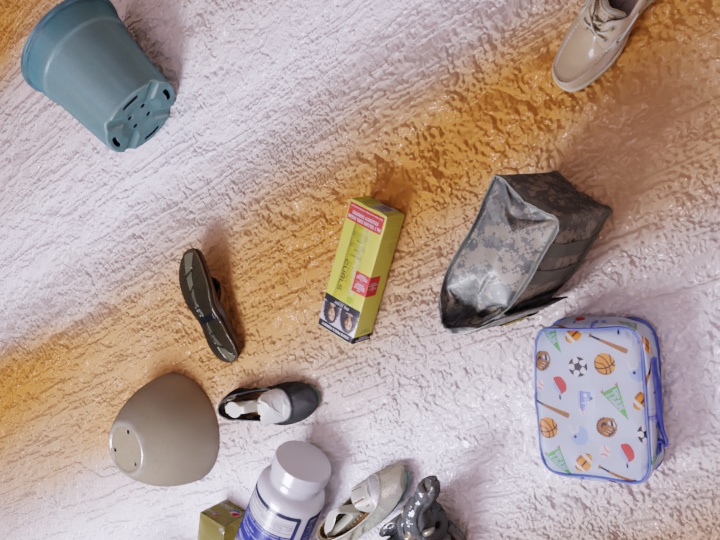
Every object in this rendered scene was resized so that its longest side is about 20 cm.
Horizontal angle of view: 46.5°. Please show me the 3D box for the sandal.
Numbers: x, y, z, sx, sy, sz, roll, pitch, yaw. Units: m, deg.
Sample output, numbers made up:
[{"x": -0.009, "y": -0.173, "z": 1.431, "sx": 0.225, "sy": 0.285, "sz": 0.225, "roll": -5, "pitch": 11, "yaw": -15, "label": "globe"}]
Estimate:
[{"x": -0.247, "y": 0.056, "z": 1.420, "sx": 0.081, "sy": 0.054, "sz": 0.203, "roll": -19, "pitch": 100, "yaw": 42, "label": "sandal"}]

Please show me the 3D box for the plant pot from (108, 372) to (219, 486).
[{"x": -0.366, "y": 0.297, "z": 1.490, "sx": 0.197, "sy": 0.133, "sz": 0.206, "roll": 6, "pitch": 101, "yaw": 34, "label": "plant pot"}]

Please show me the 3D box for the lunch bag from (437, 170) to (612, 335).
[{"x": 0.192, "y": -0.007, "z": 1.016, "sx": 0.117, "sy": 0.162, "sz": 0.203, "roll": 40, "pitch": 119, "yaw": 27, "label": "lunch bag"}]

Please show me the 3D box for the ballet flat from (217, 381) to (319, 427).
[{"x": -0.157, "y": 0.224, "z": 1.366, "sx": 0.197, "sy": 0.068, "sz": 0.070, "roll": -12, "pitch": 90, "yaw": 36, "label": "ballet flat"}]

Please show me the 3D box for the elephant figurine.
[{"x": 0.082, "y": 0.383, "z": 1.189, "sx": 0.140, "sy": 0.155, "sz": 0.202, "roll": 34, "pitch": 91, "yaw": -11, "label": "elephant figurine"}]

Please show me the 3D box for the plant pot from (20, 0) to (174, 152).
[{"x": -0.430, "y": -0.320, "z": 1.413, "sx": 0.196, "sy": 0.199, "sz": 0.201, "roll": 44, "pitch": 120, "yaw": 13, "label": "plant pot"}]

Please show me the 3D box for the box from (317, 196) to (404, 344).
[{"x": 0.000, "y": 0.000, "z": 1.227, "sx": 0.074, "sy": 0.050, "sz": 0.204, "roll": 28, "pitch": 113, "yaw": 30, "label": "box"}]

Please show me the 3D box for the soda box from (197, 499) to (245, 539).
[{"x": -0.248, "y": 0.516, "z": 1.479, "sx": 0.063, "sy": 0.067, "sz": 0.205, "roll": 17, "pitch": 107, "yaw": 33, "label": "soda box"}]

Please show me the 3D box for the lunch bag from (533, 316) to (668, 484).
[{"x": 0.295, "y": 0.160, "z": 1.025, "sx": 0.157, "sy": 0.075, "sz": 0.206, "roll": -3, "pitch": 95, "yaw": 34, "label": "lunch bag"}]

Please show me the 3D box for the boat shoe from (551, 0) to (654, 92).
[{"x": 0.285, "y": -0.295, "z": 0.963, "sx": 0.073, "sy": 0.064, "sz": 0.201, "roll": 50, "pitch": 122, "yaw": 18, "label": "boat shoe"}]

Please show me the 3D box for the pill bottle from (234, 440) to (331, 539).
[{"x": -0.122, "y": 0.380, "z": 1.337, "sx": 0.115, "sy": 0.115, "sz": 0.203, "roll": 35, "pitch": 115, "yaw": 26, "label": "pill bottle"}]

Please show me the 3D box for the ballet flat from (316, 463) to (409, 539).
[{"x": -0.001, "y": 0.361, "z": 1.269, "sx": 0.201, "sy": 0.061, "sz": 0.068, "roll": -54, "pitch": 35, "yaw": 29, "label": "ballet flat"}]
